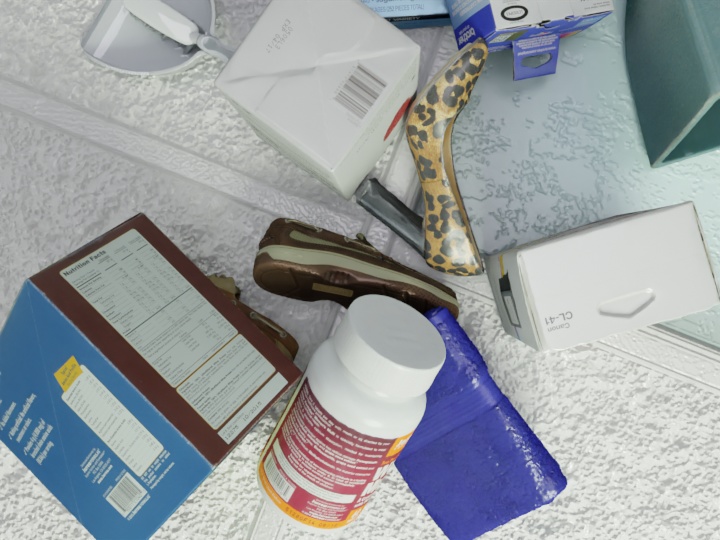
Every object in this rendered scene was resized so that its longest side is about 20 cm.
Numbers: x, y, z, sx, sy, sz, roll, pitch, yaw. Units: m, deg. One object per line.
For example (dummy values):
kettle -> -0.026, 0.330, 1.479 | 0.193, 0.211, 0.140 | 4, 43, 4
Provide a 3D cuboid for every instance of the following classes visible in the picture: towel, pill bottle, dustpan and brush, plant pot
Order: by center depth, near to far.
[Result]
plant pot -> 0.336, -0.235, 0.717 | 0.194, 0.196, 0.202 | -17, 79, 2
pill bottle -> -0.009, 0.127, 0.718 | 0.109, 0.110, 0.201 | 30, 119, 3
towel -> 0.084, 0.145, 0.767 | 0.147, 0.049, 0.201 | -37, 87, 34
dustpan and brush -> -0.167, -0.230, 0.794 | 0.199, 0.057, 0.140 | 31, 90, 2

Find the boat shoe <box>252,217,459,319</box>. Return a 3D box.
boat shoe -> 0.002, -0.003, 0.777 | 0.200, 0.075, 0.075 | 18, 53, -13

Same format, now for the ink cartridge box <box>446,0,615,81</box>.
ink cartridge box -> 0.145, -0.282, 0.753 | 0.135, 0.076, 0.202 | -15, 90, -21

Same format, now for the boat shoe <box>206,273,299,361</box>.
boat shoe -> -0.146, 0.042, 0.789 | 0.199, 0.076, 0.074 | 37, 58, 9

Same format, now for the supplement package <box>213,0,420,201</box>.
supplement package -> -0.028, -0.152, 0.717 | 0.119, 0.200, 0.122 | 36, 91, 3

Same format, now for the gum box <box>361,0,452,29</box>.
gum box -> 0.007, -0.338, 0.798 | 0.168, 0.045, 0.203 | -4, 89, 1

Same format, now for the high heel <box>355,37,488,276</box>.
high heel -> 0.099, -0.097, 0.756 | 0.142, 0.071, 0.201 | 38, 118, 8

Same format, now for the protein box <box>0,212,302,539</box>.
protein box -> -0.198, 0.103, 0.707 | 0.200, 0.135, 0.199 | 44, 128, 3

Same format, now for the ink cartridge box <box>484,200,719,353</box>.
ink cartridge box -> 0.195, 0.005, 0.705 | 0.146, 0.200, 0.087 | -16, 88, 1
